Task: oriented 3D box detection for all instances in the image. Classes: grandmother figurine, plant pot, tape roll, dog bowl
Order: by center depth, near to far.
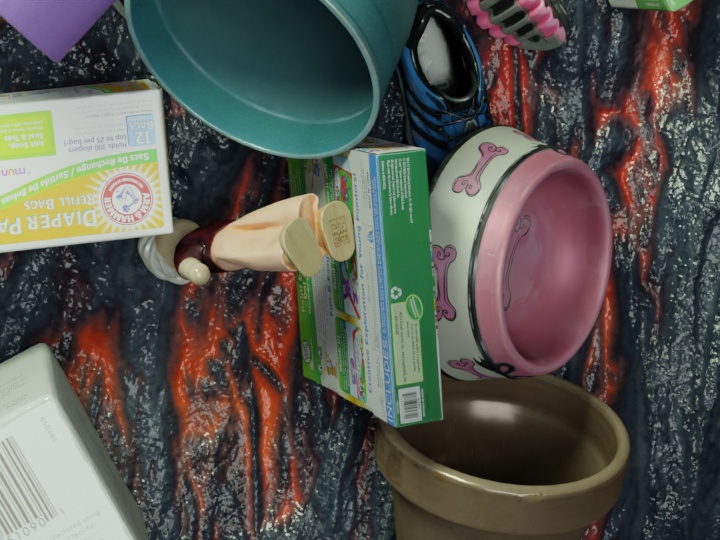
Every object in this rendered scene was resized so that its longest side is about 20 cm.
[{"bbox_3d":[-0.262,-0.235,1.365,0.200,0.200,0.066,43,91,-14],"label":"tape roll"},{"bbox_3d":[-0.040,-0.218,1.437,0.200,0.200,0.189,39,56,-14],"label":"plant pot"},{"bbox_3d":[-0.093,-0.022,1.485,0.121,0.199,0.061,-14,98,-45],"label":"grandmother figurine"},{"bbox_3d":[0.122,-0.008,1.517,0.200,0.073,0.202,-20,116,-50],"label":"dog bowl"},{"bbox_3d":[0.100,0.193,1.560,0.198,0.201,0.176,4,115,-11],"label":"plant pot"}]

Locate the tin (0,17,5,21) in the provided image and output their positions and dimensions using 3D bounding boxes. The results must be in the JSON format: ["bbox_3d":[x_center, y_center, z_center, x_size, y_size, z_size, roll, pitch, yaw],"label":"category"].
[{"bbox_3d":[-0.318,-0.255,1.472,0.199,0.042,0.113,20,100,-13],"label":"tin"}]

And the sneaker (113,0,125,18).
[{"bbox_3d":[-0.173,-0.289,1.462,0.112,0.073,0.201,-42,127,-17],"label":"sneaker"}]

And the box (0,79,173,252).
[{"bbox_3d":[-0.244,-0.077,1.481,0.198,0.101,0.113,-7,100,-9],"label":"box"}]

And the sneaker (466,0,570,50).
[{"bbox_3d":[0.104,-0.259,1.535,0.200,0.079,0.096,47,57,-25],"label":"sneaker"}]

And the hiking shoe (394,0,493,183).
[{"bbox_3d":[0.069,-0.120,1.539,0.074,0.087,0.201,-25,103,-5],"label":"hiking shoe"}]

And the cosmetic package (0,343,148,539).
[{"bbox_3d":[-0.262,0.179,1.463,0.164,0.200,0.166,-29,103,-4],"label":"cosmetic package"}]

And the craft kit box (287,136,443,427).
[{"bbox_3d":[0.000,0.000,1.489,0.048,0.197,0.202,-8,102,-23],"label":"craft kit box"}]

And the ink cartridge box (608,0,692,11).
[{"bbox_3d":[0.201,-0.304,1.502,0.084,0.146,0.201,-30,104,-5],"label":"ink cartridge box"}]
